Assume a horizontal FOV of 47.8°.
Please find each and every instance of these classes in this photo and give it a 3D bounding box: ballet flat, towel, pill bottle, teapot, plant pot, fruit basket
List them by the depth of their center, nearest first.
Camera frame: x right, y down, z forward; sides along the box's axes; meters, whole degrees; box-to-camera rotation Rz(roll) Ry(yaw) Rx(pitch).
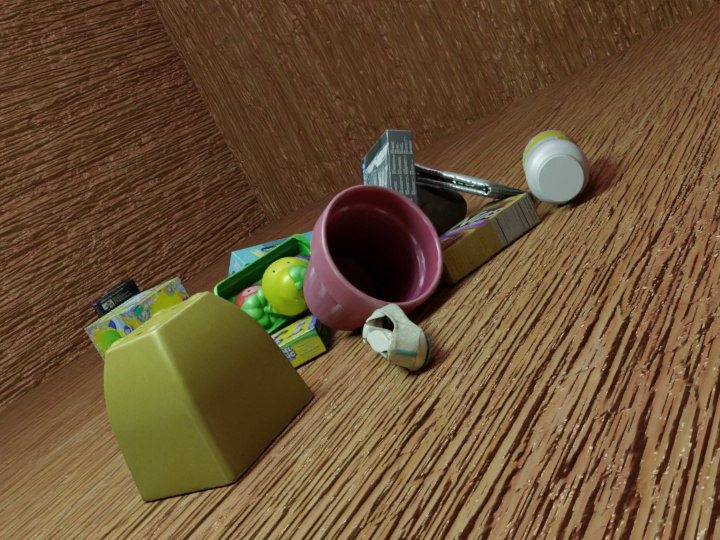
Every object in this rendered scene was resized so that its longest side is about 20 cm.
[{"bbox_3d":[0.034,0.080,1.044,0.061,0.069,0.200,6,3,-14],"label":"ballet flat"},{"bbox_3d":[-0.219,0.150,1.065,0.192,0.202,0.195,-21,14,37],"label":"plant pot"},{"bbox_3d":[0.000,0.000,1.240,0.199,0.201,0.179,-36,-6,-36],"label":"plant pot"},{"bbox_3d":[0.327,-0.171,1.361,0.103,0.105,0.200,-26,12,15],"label":"pill bottle"},{"bbox_3d":[-0.138,0.027,1.413,0.214,0.156,0.217,-35,-24,-18],"label":"fruit basket"},{"bbox_3d":[0.189,-0.158,1.450,0.197,0.035,0.191,17,10,34],"label":"towel"},{"bbox_3d":[0.100,-0.102,1.550,0.198,0.197,0.148,5,-62,-50],"label":"teapot"}]

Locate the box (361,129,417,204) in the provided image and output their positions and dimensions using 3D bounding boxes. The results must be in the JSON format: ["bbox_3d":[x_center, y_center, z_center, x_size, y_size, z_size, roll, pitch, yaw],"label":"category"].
[{"bbox_3d":[0.051,-0.117,1.392,0.049,0.204,0.158,-1,-10,-16],"label":"box"}]

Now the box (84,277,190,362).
[{"bbox_3d":[-0.371,0.146,1.495,0.191,0.202,0.122,-19,15,47],"label":"box"}]

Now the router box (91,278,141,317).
[{"bbox_3d":[-0.936,0.144,3.189,0.051,0.151,0.200,-19,14,38],"label":"router box"}]

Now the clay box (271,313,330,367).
[{"bbox_3d":[-0.146,0.142,1.326,0.197,0.048,0.115,-28,10,6],"label":"clay box"}]

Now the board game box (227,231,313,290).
[{"bbox_3d":[-0.165,0.019,1.559,0.198,0.153,0.047,-17,42,-42],"label":"board game box"}]

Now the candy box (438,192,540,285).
[{"bbox_3d":[0.181,-0.049,1.316,0.198,0.057,0.116,-33,10,-24],"label":"candy box"}]
